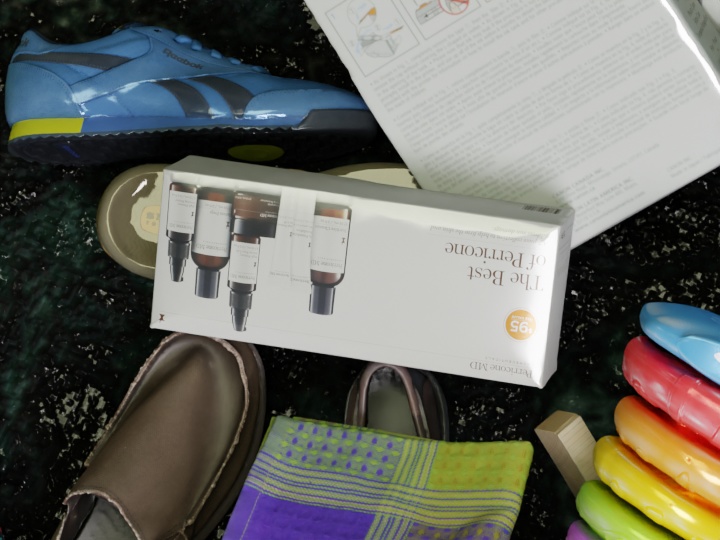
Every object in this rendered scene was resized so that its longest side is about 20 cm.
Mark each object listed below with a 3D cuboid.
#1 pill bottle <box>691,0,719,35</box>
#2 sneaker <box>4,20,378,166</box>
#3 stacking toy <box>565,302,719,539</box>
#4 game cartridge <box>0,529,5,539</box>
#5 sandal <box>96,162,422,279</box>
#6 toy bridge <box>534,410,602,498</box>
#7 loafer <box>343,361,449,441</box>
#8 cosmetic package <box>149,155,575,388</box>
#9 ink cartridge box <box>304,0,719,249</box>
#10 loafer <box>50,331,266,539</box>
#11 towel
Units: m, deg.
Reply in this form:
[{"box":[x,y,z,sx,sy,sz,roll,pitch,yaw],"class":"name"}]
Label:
[{"box":[0.143,-0.173,1.285,0.198,0.114,0.115,11,79,11],"class":"pill bottle"},{"box":[-0.089,-0.098,1.329,0.198,0.066,0.079,1,74,9],"class":"sneaker"},{"box":[0.137,0.121,1.202,0.116,0.110,0.201,32,97,2],"class":"stacking toy"},{"box":[-0.214,0.181,1.270,0.129,0.038,0.201,-33,72,32],"class":"game cartridge"},{"box":[-0.039,-0.023,1.308,0.198,0.054,0.081,4,79,3],"class":"sandal"},{"box":[0.112,0.100,1.251,0.200,0.027,0.067,-38,106,-18],"class":"toy bridge"},{"box":[0.017,0.139,1.260,0.071,0.063,0.202,-6,77,6],"class":"loafer"},{"box":[0.000,0.000,1.249,0.198,0.051,0.083,8,103,12],"class":"cosmetic package"},{"box":[0.079,-0.112,1.243,0.159,0.047,0.201,-29,101,23],"class":"ink cartridge box"},{"box":[-0.108,0.116,1.280,0.073,0.071,0.201,22,82,13],"class":"loafer"},{"box":[-0.010,0.148,1.172,0.143,0.023,0.201,7,49,24],"class":"towel"}]
